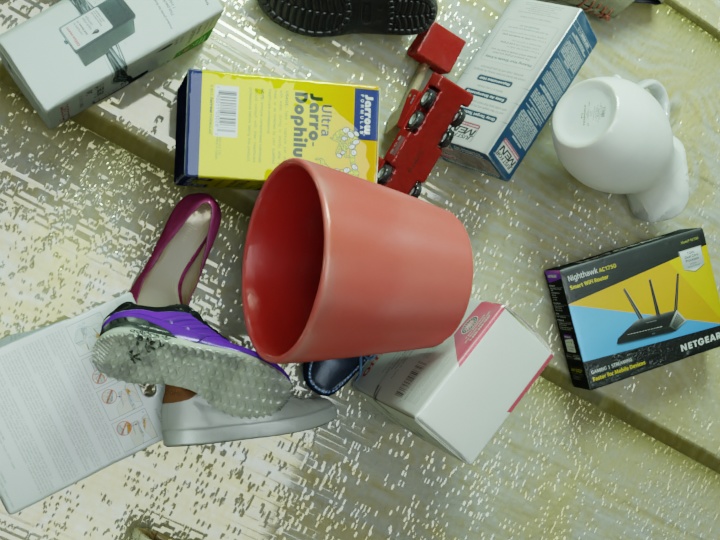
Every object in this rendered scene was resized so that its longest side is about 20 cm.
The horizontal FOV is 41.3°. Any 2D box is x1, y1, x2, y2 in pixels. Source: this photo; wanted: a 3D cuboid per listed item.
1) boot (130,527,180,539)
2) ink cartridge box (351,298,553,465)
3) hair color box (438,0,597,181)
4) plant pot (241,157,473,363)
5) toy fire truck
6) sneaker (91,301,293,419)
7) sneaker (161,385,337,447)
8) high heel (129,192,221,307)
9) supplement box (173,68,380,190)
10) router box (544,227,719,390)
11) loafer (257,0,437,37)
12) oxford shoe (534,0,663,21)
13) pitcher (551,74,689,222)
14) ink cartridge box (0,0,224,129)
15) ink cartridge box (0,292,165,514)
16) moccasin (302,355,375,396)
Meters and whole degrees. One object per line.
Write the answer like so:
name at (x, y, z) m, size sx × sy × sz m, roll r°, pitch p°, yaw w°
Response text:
boot at (-0.262, 0.338, 0.981) m, size 0.199 × 0.073 × 0.156 m, roll 17°, pitch 86°, yaw -17°
ink cartridge box at (0.091, 0.105, 1.015) m, size 0.083 × 0.200 × 0.147 m, roll 42°, pitch 80°, yaw -16°
hair color box at (0.170, -0.207, 1.081) m, size 0.200 × 0.100 × 0.061 m, roll -56°, pitch 137°, yaw -9°
plant pot at (0.000, 0.000, 0.934) m, size 0.177 × 0.200 × 0.201 m, roll 7°, pitch 88°, yaw -27°
toy fire truck at (0.061, -0.171, 1.051) m, size 0.049 × 0.141 × 0.200 m, roll 27°, pitch 99°, yaw -22°
sneaker at (-0.160, 0.077, 0.950) m, size 0.200 × 0.100 × 0.070 m, roll 21°, pitch 115°, yaw -18°
sneaker at (-0.112, 0.135, 1.010) m, size 0.200 × 0.073 × 0.085 m, roll 0°, pitch 80°, yaw -34°
high heel at (-0.195, 0.016, 0.985) m, size 0.067 × 0.096 × 0.200 m, roll 27°, pitch 83°, yaw -15°
supplement box at (-0.090, -0.141, 1.007) m, size 0.199 × 0.109 × 0.110 m, roll 2°, pitch 90°, yaw -16°
router box at (0.336, 0.045, 1.159) m, size 0.199 × 0.051 × 0.150 m, roll -16°, pitch 93°, yaw -15°
loafer at (-0.017, -0.303, 1.057) m, size 0.199 × 0.071 × 0.073 m, roll 6°, pitch 134°, yaw -10°
oxford shoe at (0.282, -0.333, 1.134) m, size 0.199 × 0.070 × 0.075 m, roll -15°, pitch 100°, yaw -14°
pitcher at (0.307, -0.165, 1.103) m, size 0.200 × 0.121 × 0.172 m, roll 23°, pitch 67°, yaw -45°
ink cartridge box at (-0.247, -0.229, 0.944) m, size 0.200 × 0.147 × 0.083 m, roll -33°, pitch 100°, yaw -12°
ink cartridge box at (-0.300, 0.130, 0.980) m, size 0.200 × 0.050 × 0.163 m, roll -26°, pitch 102°, yaw -18°
moccasin at (0.000, 0.047, 1.056) m, size 0.080 × 0.068 × 0.200 m, roll 31°, pitch 82°, yaw -14°
